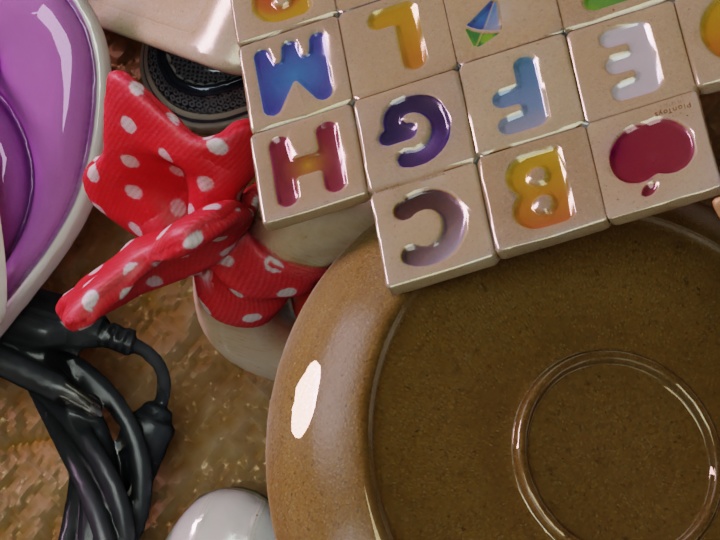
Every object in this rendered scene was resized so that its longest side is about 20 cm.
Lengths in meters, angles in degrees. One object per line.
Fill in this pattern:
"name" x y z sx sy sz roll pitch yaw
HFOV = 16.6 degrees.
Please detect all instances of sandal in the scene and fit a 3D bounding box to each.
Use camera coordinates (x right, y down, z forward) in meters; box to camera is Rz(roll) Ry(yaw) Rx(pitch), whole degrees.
"sandal" -0.147 -0.010 0.844 0.082 0.050 0.204 29 101 10

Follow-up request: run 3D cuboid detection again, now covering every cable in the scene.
"cable" -0.168 0.076 0.907 0.199 0.051 0.164 13 94 15

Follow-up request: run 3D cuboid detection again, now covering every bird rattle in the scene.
"bird rattle" 0.000 0.000 0.820 0.199 0.163 0.113 -19 60 -2

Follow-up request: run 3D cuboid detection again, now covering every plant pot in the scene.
"plant pot" 0.072 0.057 0.714 0.198 0.027 0.202 6 67 -15

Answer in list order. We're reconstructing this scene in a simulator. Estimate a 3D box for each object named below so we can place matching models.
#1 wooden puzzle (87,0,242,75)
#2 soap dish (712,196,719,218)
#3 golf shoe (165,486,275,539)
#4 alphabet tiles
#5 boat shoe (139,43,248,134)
"wooden puzzle" -0.067 -0.177 0.866 0.199 0.046 0.186 24 88 46
"soap dish" 0.208 -0.021 0.672 0.199 0.157 0.082 -14 84 17
"golf shoe" -0.063 0.174 0.851 0.072 0.092 0.202 12 85 12
"alphabet tiles" 0.040 -0.092 0.742 0.165 0.006 0.201 -16 58 10
"boat shoe" -0.006 -0.129 0.871 0.200 0.093 0.075 -41 79 3
